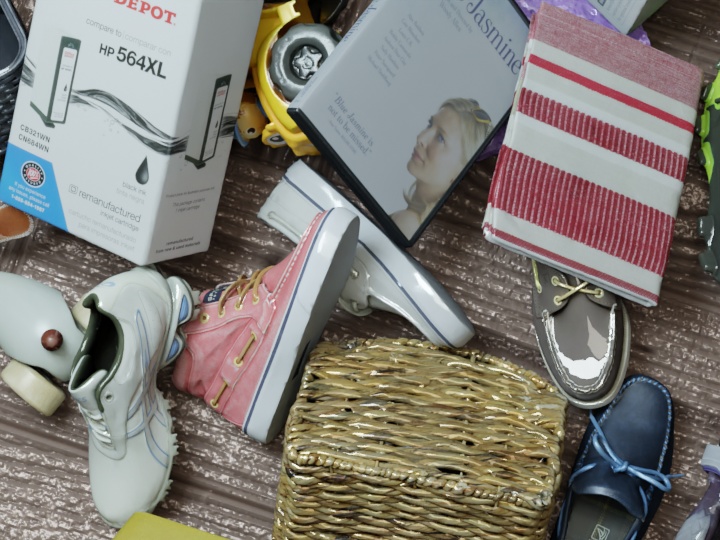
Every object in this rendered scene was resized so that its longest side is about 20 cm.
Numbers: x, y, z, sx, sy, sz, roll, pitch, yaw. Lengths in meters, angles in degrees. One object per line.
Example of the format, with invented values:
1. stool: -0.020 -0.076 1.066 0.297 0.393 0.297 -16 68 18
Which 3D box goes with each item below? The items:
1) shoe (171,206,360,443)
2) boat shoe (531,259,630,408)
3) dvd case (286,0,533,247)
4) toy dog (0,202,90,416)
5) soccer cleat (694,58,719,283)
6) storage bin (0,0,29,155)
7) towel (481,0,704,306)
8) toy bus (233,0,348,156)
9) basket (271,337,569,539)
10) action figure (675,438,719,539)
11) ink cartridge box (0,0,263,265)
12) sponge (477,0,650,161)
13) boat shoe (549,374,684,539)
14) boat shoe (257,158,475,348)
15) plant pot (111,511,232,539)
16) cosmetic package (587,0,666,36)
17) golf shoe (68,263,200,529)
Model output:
1. shoe: -0.072 0.026 1.466 0.091 0.071 0.201 28 121 11
2. boat shoe: 0.158 0.000 1.496 0.072 0.060 0.201 -5 70 11
3. dvd case: 0.048 -0.136 1.471 0.143 0.018 0.200 49 65 -27
4. toy dog: -0.266 0.019 1.498 0.199 0.096 0.132 21 79 5
5. soccer cleat: 0.300 -0.078 1.533 0.083 0.065 0.201 13 73 -26
6. storage bin: -0.342 -0.140 1.518 0.199 0.094 0.135 -27 63 -5
7. towel: 0.172 -0.085 1.486 0.144 0.023 0.201 21 66 -13
8. toy bus: -0.095 -0.162 1.523 0.191 0.136 0.201 -22 81 10
9. basket: 0.042 0.147 1.483 0.199 0.149 0.143 10 45 3
10. action figure: 0.239 0.204 1.444 0.069 0.130 0.200 18 74 42
11. ink cartridge box: -0.166 -0.125 1.457 0.146 0.084 0.201 23 110 28
12. sponge: 0.122 -0.155 1.559 0.199 0.030 0.112 -21 80 -4
13. boat shoe: 0.186 0.169 1.470 0.084 0.069 0.201 15 76 6
14. boat shoe: 0.000 0.000 1.498 0.200 0.072 0.066 43 94 22
15. plant pot: -0.119 0.281 1.402 0.199 0.200 0.177 16 68 5
16. cosmetic package: 0.207 -0.324 1.528 0.199 0.123 0.200 -42 82 -19
17. golf shoe: -0.180 0.094 1.457 0.078 0.097 0.201 16 105 35
